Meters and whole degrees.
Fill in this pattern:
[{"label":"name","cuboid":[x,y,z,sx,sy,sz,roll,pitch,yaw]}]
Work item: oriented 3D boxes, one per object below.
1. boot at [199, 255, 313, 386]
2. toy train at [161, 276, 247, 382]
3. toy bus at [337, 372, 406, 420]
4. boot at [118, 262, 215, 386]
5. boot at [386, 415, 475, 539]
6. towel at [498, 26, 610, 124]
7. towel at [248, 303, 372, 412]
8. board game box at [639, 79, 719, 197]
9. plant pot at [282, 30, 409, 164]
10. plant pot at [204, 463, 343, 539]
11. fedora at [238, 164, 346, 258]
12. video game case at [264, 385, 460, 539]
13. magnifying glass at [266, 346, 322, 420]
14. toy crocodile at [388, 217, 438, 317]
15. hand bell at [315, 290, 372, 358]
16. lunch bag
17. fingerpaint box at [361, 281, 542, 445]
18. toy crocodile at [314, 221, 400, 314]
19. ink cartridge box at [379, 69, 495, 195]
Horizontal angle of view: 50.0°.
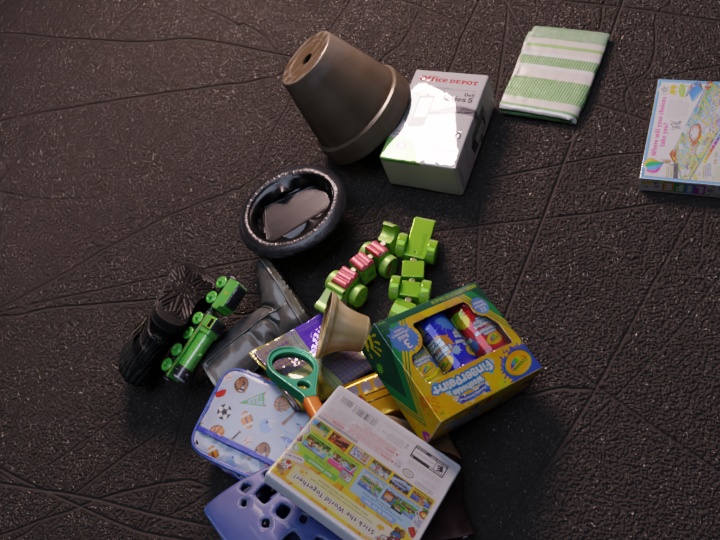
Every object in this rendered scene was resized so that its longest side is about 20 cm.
[{"label":"boot","cuboid":[-0.194,0.090,1.312,0.199,0.073,0.183,-39,54,4]},{"label":"toy train","cuboid":[-0.256,0.099,1.275,0.056,0.042,0.202,20,73,40]},{"label":"toy bus","cuboid":[0.033,0.195,1.148,0.197,0.065,0.079,-20,58,-4]},{"label":"boot","cuboid":[-0.341,0.090,1.347,0.079,0.212,0.159,33,118,-5]},{"label":"boot","cuboid":[0.056,0.288,1.055,0.197,0.073,0.168,5,51,-20]},{"label":"towel","cuboid":[0.348,-0.355,1.392,0.150,0.023,0.202,14,66,25]},{"label":"towel","cuboid":[-0.059,0.130,1.213,0.198,0.023,0.144,-26,51,-26]},{"label":"board game box","cuboid":[0.532,-0.216,1.240,0.132,0.034,0.203,9,66,23]},{"label":"plant pot","cuboid":[-0.041,-0.321,1.376,0.199,0.173,0.202,-33,37,29]},{"label":"plant pot","cuboid":[-0.064,0.357,1.037,0.179,0.201,0.200,-40,56,-15]},{"label":"fedora","cuboid":[-0.110,-0.087,1.358,0.197,0.092,0.203,-9,59,15]},{"label":"video game case","cuboid":[0.007,0.258,0.981,0.198,0.023,0.182,32,42,13]},{"label":"magnifying glass","cuboid":[-0.079,0.172,1.108,0.078,0.023,0.200,-3,33,-25]},{"label":"toy crocodile","cuboid":[0.087,0.002,1.255,0.066,0.062,0.203,8,62,9]},{"label":"hand bell","cuboid":[0.038,0.107,1.183,0.197,0.104,0.106,15,64,-6]},{"label":"lunch bag","cuboid":[-0.151,0.252,1.184,0.197,0.076,0.162,20,68,20]},{"label":"fingerpaint box","cuboid":[0.130,0.125,1.099,0.198,0.074,0.168,-19,61,-31]},{"label":"toy crocodile","cuboid":[0.000,0.000,1.279,0.067,0.062,0.200,33,64,31]},{"label":"ink cartridge box","cuboid":[0.139,-0.248,1.366,0.143,0.084,0.202,11,66,25]}]
